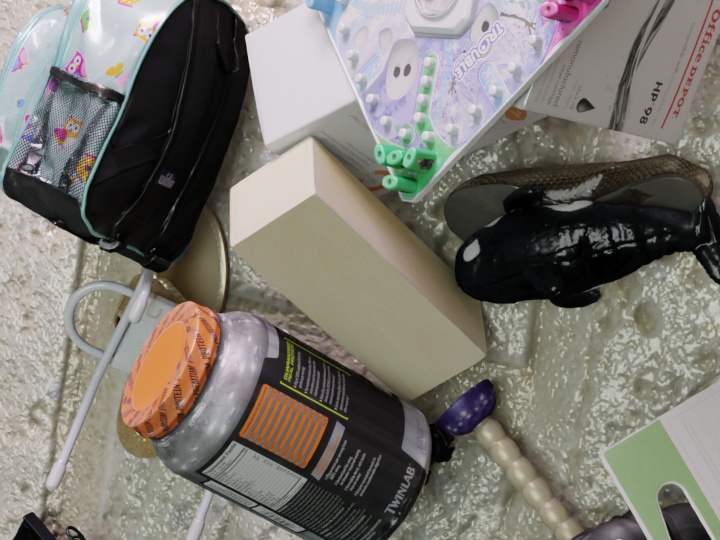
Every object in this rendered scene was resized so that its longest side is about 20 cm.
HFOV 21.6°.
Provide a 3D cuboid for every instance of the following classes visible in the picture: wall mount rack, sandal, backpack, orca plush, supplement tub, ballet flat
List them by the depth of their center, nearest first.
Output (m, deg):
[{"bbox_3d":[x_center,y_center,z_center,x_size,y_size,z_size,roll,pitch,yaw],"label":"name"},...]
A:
[{"bbox_3d":[0.150,0.004,1.297,0.198,0.071,0.106,4,131,21],"label":"orca plush"},{"bbox_3d":[-0.059,0.109,1.318,0.199,0.123,0.123,31,111,-23],"label":"supplement tub"},{"bbox_3d":[0.153,-0.052,1.330,0.199,0.046,0.068,-7,125,29],"label":"ballet flat"},{"bbox_3d":[-0.173,-0.123,1.393,0.153,0.176,0.201,29,91,26],"label":"backpack"},{"bbox_3d":[-0.143,0.100,1.411,0.199,0.075,0.175,24,112,-11],"label":"wall mount rack"},{"bbox_3d":[-0.158,0.047,1.458,0.077,0.070,0.214,16,101,21],"label":"sandal"}]

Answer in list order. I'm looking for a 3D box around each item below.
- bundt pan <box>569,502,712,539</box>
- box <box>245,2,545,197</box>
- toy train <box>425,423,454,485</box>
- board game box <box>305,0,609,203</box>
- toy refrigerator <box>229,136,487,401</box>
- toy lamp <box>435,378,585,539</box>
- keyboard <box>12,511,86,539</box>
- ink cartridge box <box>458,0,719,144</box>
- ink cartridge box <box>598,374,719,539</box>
[{"bbox_3d":[0.214,0.240,1.242,0.202,0.202,0.076,44,150,14],"label":"bundt pan"},{"bbox_3d":[0.039,-0.143,1.311,0.199,0.124,0.098,-25,60,23],"label":"box"},{"bbox_3d":[-0.003,0.189,1.416,0.034,0.046,0.200,47,110,13],"label":"toy train"},{"bbox_3d":[0.048,-0.180,1.187,0.200,0.026,0.201,-45,53,33],"label":"board game box"},{"bbox_3d":[0.000,0.000,1.324,0.076,0.070,0.200,-32,127,23],"label":"toy refrigerator"},{"bbox_3d":[0.135,0.170,1.347,0.058,0.058,0.200,-45,78,20],"label":"toy lamp"},{"bbox_3d":[-0.206,0.277,1.528,0.200,0.040,0.104,47,134,12],"label":"keyboard"},{"bbox_3d":[0.168,-0.153,1.221,0.067,0.199,0.117,33,108,43],"label":"ink cartridge box"},{"bbox_3d":[0.264,0.136,1.231,0.199,0.048,0.146,-28,82,-16],"label":"ink cartridge box"}]
